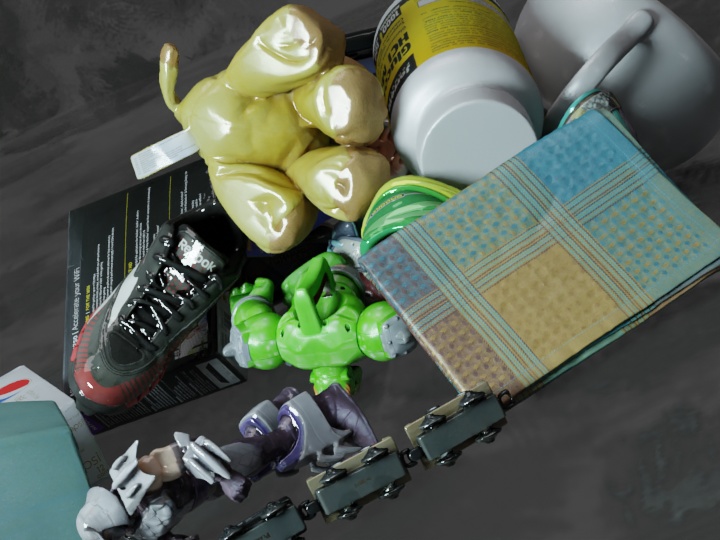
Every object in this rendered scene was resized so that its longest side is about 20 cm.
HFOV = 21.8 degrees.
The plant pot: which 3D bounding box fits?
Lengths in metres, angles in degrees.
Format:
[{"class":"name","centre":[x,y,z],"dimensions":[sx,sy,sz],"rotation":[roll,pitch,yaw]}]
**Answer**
[{"class":"plant pot","centre":[-0.271,0.166,1.205],"dimensions":[0.198,0.143,0.141],"rotation":[-21,13,-13]}]

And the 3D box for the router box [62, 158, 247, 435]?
[{"class":"router box","centre":[-0.167,0.017,1.517],"dimensions":[0.148,0.051,0.202],"rotation":[-19,51,20]}]

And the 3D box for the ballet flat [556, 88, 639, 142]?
[{"class":"ballet flat","centre":[0.146,-0.043,1.350],"dimensions":[0.072,0.072,0.201],"rotation":[-36,-17,-38]}]

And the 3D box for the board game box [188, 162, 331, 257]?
[{"class":"board game box","centre":[-0.116,-0.057,1.663],"dimensions":[0.199,0.045,0.134],"rotation":[-1,23,40]}]

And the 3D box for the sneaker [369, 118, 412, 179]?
[{"class":"sneaker","centre":[-0.021,-0.099,1.564],"dimensions":[0.198,0.072,0.080],"rotation":[6,9,33]}]

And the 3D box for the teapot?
[{"class":"teapot","centre":[0.187,-0.137,1.465],"dimensions":[0.146,0.200,0.197],"rotation":[-51,37,-1]}]

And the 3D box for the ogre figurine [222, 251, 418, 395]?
[{"class":"ogre figurine","centre":[-0.016,0.031,1.314],"dimensions":[0.198,0.099,0.120],"rotation":[13,26,15]}]

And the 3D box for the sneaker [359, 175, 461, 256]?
[{"class":"sneaker","centre":[0.090,-0.003,1.247],"dimensions":[0.198,0.075,0.084],"rotation":[13,46,23]}]

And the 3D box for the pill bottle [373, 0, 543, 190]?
[{"class":"pill bottle","centre":[0.072,-0.127,1.372],"dimensions":[0.112,0.113,0.201],"rotation":[-23,29,7]}]

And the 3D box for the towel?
[{"class":"towel","centre":[0.118,-0.007,1.190],"dimensions":[0.199,0.147,0.022],"rotation":[-32,-28,-12]}]

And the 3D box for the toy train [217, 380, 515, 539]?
[{"class":"toy train","centre":[0.003,0.123,1.104],"dimensions":[0.199,0.034,0.046],"rotation":[-28,2,-8]}]

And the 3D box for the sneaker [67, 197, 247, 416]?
[{"class":"sneaker","centre":[-0.145,0.020,1.376],"dimensions":[0.201,0.071,0.098],"rotation":[-53,1,-33]}]

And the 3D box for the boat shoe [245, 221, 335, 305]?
[{"class":"boat shoe","centre":[-0.105,0.009,1.626],"dimensions":[0.198,0.069,0.057],"rotation":[-24,14,-4]}]

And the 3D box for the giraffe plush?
[{"class":"giraffe plush","centre":[-0.048,-0.107,1.396],"dimensions":[0.198,0.175,0.162],"rotation":[-4,7,27]}]

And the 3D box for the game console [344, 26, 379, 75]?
[{"class":"game console","centre":[0.029,-0.139,1.590],"dimensions":[0.174,0.118,0.200],"rotation":[-13,-2,-5]}]

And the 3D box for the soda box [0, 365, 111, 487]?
[{"class":"soda box","centre":[-0.253,0.128,1.443],"dimensions":[0.063,0.069,0.200],"rotation":[-30,15,-17]}]

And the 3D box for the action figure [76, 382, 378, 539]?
[{"class":"action figure","centre":[-0.090,0.125,1.126],"dimensions":[0.199,0.070,0.130],"rotation":[-23,-10,-35]}]

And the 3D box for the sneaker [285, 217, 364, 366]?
[{"class":"sneaker","centre":[0.000,0.000,1.406],"dimensions":[0.199,0.087,0.078],"rotation":[-30,12,27]}]
